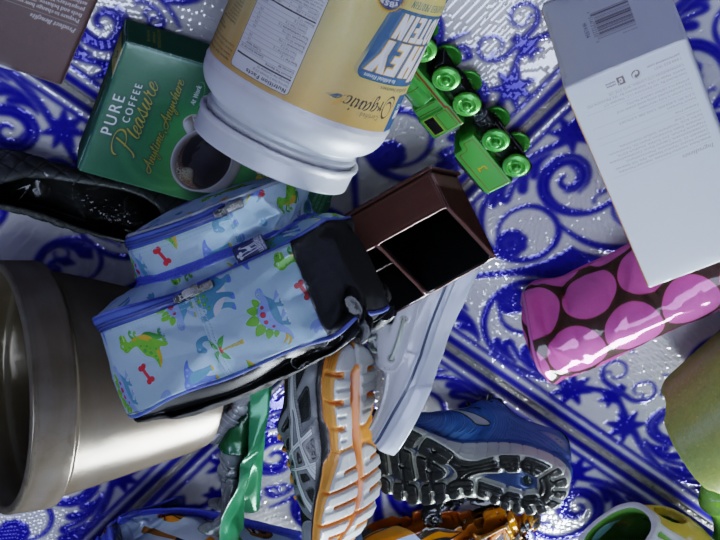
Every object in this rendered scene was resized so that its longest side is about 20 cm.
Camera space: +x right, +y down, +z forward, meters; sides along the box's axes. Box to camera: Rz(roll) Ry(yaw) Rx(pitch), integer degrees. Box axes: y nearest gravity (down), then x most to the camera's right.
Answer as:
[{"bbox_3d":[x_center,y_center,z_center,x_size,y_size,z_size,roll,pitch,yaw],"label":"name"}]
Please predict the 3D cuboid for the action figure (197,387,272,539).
[{"bbox_3d":[-0.100,0.127,1.810,0.054,0.118,0.201,12,115,1],"label":"action figure"}]

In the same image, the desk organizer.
[{"bbox_3d":[0.000,0.000,1.710,0.199,0.072,0.077,-29,79,18],"label":"desk organizer"}]

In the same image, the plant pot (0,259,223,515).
[{"bbox_3d":[-0.208,0.089,1.724,0.173,0.200,0.201,-1,127,-25],"label":"plant pot"}]

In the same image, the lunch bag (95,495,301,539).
[{"bbox_3d":[-0.160,0.290,1.888,0.199,0.124,0.170,14,131,-23],"label":"lunch bag"}]

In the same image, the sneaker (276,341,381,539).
[{"bbox_3d":[-0.032,0.149,1.818,0.077,0.078,0.201,13,107,33],"label":"sneaker"}]

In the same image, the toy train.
[{"bbox_3d":[0.064,-0.136,1.668,0.056,0.042,0.200,-26,124,25],"label":"toy train"}]

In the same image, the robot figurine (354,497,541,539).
[{"bbox_3d":[0.070,0.261,1.934,0.199,0.058,0.145,-21,127,9],"label":"robot figurine"}]

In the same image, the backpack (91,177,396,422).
[{"bbox_3d":[-0.097,0.017,1.595,0.199,0.183,0.148,-25,90,10],"label":"backpack"}]

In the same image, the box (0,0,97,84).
[{"bbox_3d":[-0.224,-0.243,1.543,0.100,0.075,0.200,19,119,-18],"label":"box"}]

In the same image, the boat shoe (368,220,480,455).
[{"bbox_3d":[0.039,0.050,1.770,0.067,0.074,0.201,22,97,-3],"label":"boat shoe"}]

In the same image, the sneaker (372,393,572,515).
[{"bbox_3d":[0.086,0.152,1.850,0.199,0.089,0.079,11,120,12],"label":"sneaker"}]

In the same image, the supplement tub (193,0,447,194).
[{"bbox_3d":[-0.026,-0.171,1.545,0.144,0.145,0.201,19,106,-18],"label":"supplement tub"}]

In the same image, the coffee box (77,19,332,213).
[{"bbox_3d":[-0.106,-0.109,1.665,0.199,0.044,0.123,14,123,-16],"label":"coffee box"}]

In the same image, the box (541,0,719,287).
[{"bbox_3d":[0.222,-0.110,1.649,0.097,0.125,0.200,-21,124,10],"label":"box"}]

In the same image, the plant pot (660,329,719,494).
[{"bbox_3d":[0.356,0.098,1.786,0.200,0.201,0.184,34,127,-26],"label":"plant pot"}]

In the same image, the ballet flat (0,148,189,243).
[{"bbox_3d":[-0.209,-0.047,1.691,0.199,0.057,0.067,12,124,-14],"label":"ballet flat"}]

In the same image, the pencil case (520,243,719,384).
[{"bbox_3d":[0.223,0.014,1.762,0.199,0.094,0.091,-26,168,12],"label":"pencil case"}]

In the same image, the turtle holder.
[{"bbox_3d":[0.268,0.269,1.911,0.185,0.141,0.132,-24,123,12],"label":"turtle holder"}]
